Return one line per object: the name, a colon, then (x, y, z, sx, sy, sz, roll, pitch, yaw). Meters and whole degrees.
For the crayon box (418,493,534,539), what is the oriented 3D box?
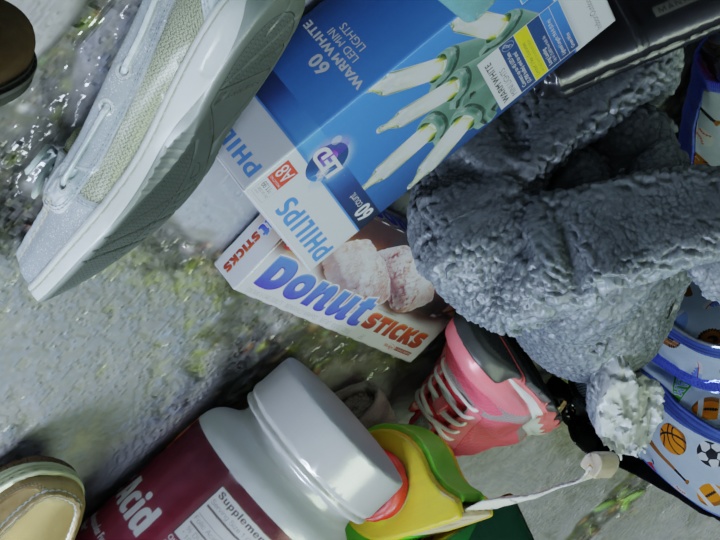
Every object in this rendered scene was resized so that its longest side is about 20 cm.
crayon box: (-0.003, 0.204, 1.434, 0.200, 0.051, 0.127, -28, -175, -34)

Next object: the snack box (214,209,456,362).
snack box: (0.000, 0.000, 1.327, 0.072, 0.024, 0.200, -45, 150, 12)

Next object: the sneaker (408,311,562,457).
sneaker: (0.067, 0.079, 1.444, 0.087, 0.074, 0.200, -30, 162, 1)

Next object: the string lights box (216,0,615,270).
string lights box: (0.021, -0.100, 1.182, 0.200, 0.059, 0.103, -40, 152, 0)

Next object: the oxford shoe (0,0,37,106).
oxford shoe: (-0.192, -0.105, 0.922, 0.200, 0.073, 0.085, 5, 126, -51)

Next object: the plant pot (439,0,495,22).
plant pot: (-0.001, -0.220, 0.926, 0.141, 0.141, 0.200, -48, 142, 14)

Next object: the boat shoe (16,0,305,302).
boat shoe: (-0.101, -0.069, 1.096, 0.202, 0.065, 0.074, -53, 167, 32)

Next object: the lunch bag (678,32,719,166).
lunch bag: (0.282, -0.093, 1.432, 0.199, 0.124, 0.170, -18, 146, -10)

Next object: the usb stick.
usb stick: (0.172, -0.146, 1.269, 0.199, 0.056, 0.033, -24, 161, -10)

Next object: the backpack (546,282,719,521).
backpack: (0.243, 0.059, 1.513, 0.199, 0.191, 0.154, -28, 142, -19)

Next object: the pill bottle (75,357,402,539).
pill bottle: (-0.081, 0.149, 1.347, 0.200, 0.114, 0.114, -42, 150, 3)

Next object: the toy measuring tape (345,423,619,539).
toy measuring tape: (0.052, 0.111, 1.391, 0.199, 0.074, 0.073, -21, 161, 31)

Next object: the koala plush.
koala plush: (0.121, -0.004, 1.331, 0.183, 0.178, 0.200, -24, 149, -5)

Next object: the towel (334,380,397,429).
towel: (-0.050, 0.156, 1.473, 0.200, 0.035, 0.133, -39, 151, -4)

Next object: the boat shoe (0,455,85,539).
boat shoe: (-0.203, 0.189, 1.285, 0.071, 0.076, 0.200, 20, 117, -33)
